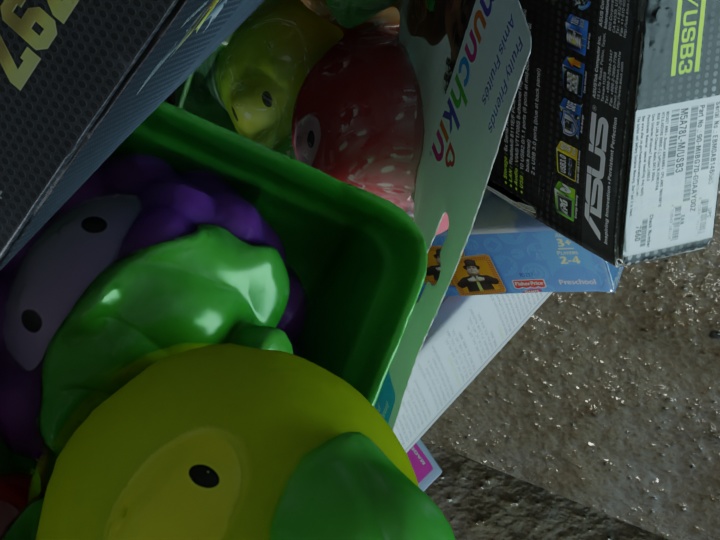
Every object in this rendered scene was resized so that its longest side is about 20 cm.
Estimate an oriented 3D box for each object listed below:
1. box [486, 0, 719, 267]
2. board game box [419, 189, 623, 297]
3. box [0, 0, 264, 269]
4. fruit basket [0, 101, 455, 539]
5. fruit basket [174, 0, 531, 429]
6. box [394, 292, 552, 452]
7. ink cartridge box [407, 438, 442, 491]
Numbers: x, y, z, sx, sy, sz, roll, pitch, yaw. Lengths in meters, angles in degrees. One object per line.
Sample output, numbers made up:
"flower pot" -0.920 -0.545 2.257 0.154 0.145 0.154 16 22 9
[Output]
"box" 0.051 -0.128 0.822 0.193 0.047 0.201 36 -50 52
"board game box" 0.017 -0.049 0.937 0.152 0.199 0.037 -65 144 -45
"box" -0.026 -0.105 0.584 0.158 0.051 0.200 -48 -178 40
"fruit basket" -0.062 0.058 0.626 0.216 0.155 0.217 -157 -90 -79
"fruit basket" -0.006 -0.066 0.775 0.186 0.093 0.201 109 -22 -43
"box" 0.000 0.000 0.953 0.200 0.144 0.036 -45 131 -25
"ink cartridge box" -0.049 0.135 1.050 0.119 0.042 0.200 -39 176 27
